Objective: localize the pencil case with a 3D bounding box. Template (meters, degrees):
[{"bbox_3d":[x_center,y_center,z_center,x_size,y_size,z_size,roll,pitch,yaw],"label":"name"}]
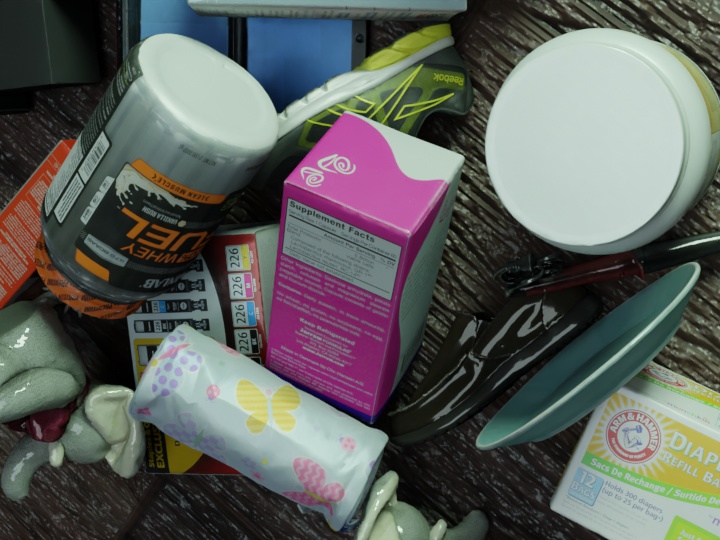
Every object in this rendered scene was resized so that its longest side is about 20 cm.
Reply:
[{"bbox_3d":[-0.077,0.120,0.903,0.199,0.083,0.091,29,148,2],"label":"pencil case"}]

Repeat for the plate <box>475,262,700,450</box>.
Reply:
[{"bbox_3d":[0.163,0.067,0.826,0.200,0.200,0.026,-41,87,21],"label":"plate"}]

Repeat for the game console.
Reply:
[{"bbox_3d":[-0.093,-0.187,0.938,0.118,0.172,0.202,10,102,47],"label":"game console"}]

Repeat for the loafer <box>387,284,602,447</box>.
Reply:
[{"bbox_3d":[0.095,0.064,0.927,0.200,0.073,0.072,-39,79,12],"label":"loafer"}]

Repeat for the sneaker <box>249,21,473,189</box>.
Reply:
[{"bbox_3d":[0.000,-0.111,0.910,0.199,0.074,0.085,-33,95,3],"label":"sneaker"}]

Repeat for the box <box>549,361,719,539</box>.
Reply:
[{"bbox_3d":[0.254,0.157,0.855,0.199,0.101,0.113,25,106,16],"label":"box"}]

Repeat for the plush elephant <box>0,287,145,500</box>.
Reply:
[{"bbox_3d":[-0.264,0.110,0.966,0.164,0.199,0.156,16,136,58],"label":"plush elephant"}]

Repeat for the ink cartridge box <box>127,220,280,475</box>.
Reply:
[{"bbox_3d":[-0.139,0.066,1.006,0.174,0.084,0.202,-3,97,22],"label":"ink cartridge box"}]

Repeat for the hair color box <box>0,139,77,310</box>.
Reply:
[{"bbox_3d":[-0.274,-0.027,1.036,0.200,0.101,0.061,-44,81,22],"label":"hair color box"}]

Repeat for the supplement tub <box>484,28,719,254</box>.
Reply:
[{"bbox_3d":[0.167,-0.088,0.801,0.143,0.200,0.146,3,99,21],"label":"supplement tub"}]

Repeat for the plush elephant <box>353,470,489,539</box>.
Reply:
[{"bbox_3d":[0.054,0.250,0.934,0.198,0.165,0.156,-1,57,-10],"label":"plush elephant"}]

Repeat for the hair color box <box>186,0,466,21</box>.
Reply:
[{"bbox_3d":[-0.025,-0.219,0.873,0.198,0.099,0.061,1,98,-4],"label":"hair color box"}]

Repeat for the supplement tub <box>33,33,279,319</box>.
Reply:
[{"bbox_3d":[-0.157,-0.063,0.876,0.123,0.122,0.200,45,122,10],"label":"supplement tub"}]

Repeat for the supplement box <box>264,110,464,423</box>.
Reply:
[{"bbox_3d":[0.000,0.000,0.886,0.103,0.101,0.201,24,135,13],"label":"supplement box"}]

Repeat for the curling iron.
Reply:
[{"bbox_3d":[0.196,-0.007,0.861,0.198,0.050,0.026,-9,76,-2],"label":"curling iron"}]

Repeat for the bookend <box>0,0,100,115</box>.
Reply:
[{"bbox_3d":[-0.244,-0.241,0.997,0.198,0.092,0.201,-3,97,21],"label":"bookend"}]
